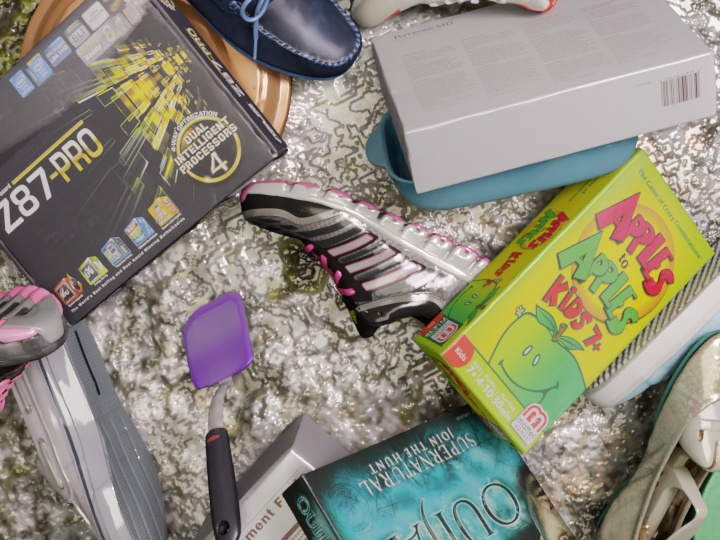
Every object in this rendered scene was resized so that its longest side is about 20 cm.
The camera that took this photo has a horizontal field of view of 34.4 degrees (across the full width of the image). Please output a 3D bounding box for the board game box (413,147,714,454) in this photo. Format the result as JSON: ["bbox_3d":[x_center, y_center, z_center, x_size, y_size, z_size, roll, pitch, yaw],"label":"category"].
[{"bbox_3d":[0.144,0.018,0.813,0.200,0.048,0.102,-44,111,-9],"label":"board game box"}]

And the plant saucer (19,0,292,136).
[{"bbox_3d":[-0.149,-0.138,0.844,0.199,0.032,0.202,0,94,1],"label":"plant saucer"}]

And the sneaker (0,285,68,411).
[{"bbox_3d":[-0.267,0.073,0.812,0.199,0.079,0.096,-14,103,36],"label":"sneaker"}]

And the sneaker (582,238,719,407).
[{"bbox_3d":[0.252,0.044,0.834,0.200,0.074,0.082,-40,99,4],"label":"sneaker"}]

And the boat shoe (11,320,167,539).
[{"bbox_3d":[-0.202,0.130,0.849,0.067,0.074,0.201,-22,83,16],"label":"boat shoe"}]

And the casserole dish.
[{"bbox_3d":[0.104,-0.092,0.811,0.199,0.121,0.039,-13,127,5],"label":"casserole dish"}]

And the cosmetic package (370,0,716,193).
[{"bbox_3d":[0.116,-0.133,0.785,0.199,0.151,0.052,-14,127,1],"label":"cosmetic package"}]

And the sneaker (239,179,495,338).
[{"bbox_3d":[0.000,0.000,0.831,0.199,0.074,0.088,22,87,-6],"label":"sneaker"}]

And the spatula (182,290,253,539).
[{"bbox_3d":[-0.097,0.101,0.803,0.056,0.201,0.021,-26,134,18],"label":"spatula"}]

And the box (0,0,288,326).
[{"bbox_3d":[-0.175,-0.084,0.804,0.200,0.049,0.161,-37,93,13],"label":"box"}]

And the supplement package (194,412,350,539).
[{"bbox_3d":[-0.009,0.217,0.822,0.200,0.117,0.117,42,95,-2],"label":"supplement package"}]

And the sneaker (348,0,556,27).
[{"bbox_3d":[0.083,-0.203,0.794,0.199,0.070,0.094,-29,104,30],"label":"sneaker"}]

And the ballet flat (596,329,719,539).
[{"bbox_3d":[0.232,0.136,0.816,0.067,0.062,0.201,3,121,-30],"label":"ballet flat"}]

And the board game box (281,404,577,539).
[{"bbox_3d":[0.056,0.170,0.775,0.028,0.200,0.136,-46,70,37],"label":"board game box"}]

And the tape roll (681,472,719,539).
[{"bbox_3d":[0.337,0.194,0.857,0.199,0.048,0.202,0,93,0],"label":"tape roll"}]

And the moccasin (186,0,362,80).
[{"bbox_3d":[-0.085,-0.201,0.794,0.199,0.068,0.081,31,69,-8],"label":"moccasin"}]
